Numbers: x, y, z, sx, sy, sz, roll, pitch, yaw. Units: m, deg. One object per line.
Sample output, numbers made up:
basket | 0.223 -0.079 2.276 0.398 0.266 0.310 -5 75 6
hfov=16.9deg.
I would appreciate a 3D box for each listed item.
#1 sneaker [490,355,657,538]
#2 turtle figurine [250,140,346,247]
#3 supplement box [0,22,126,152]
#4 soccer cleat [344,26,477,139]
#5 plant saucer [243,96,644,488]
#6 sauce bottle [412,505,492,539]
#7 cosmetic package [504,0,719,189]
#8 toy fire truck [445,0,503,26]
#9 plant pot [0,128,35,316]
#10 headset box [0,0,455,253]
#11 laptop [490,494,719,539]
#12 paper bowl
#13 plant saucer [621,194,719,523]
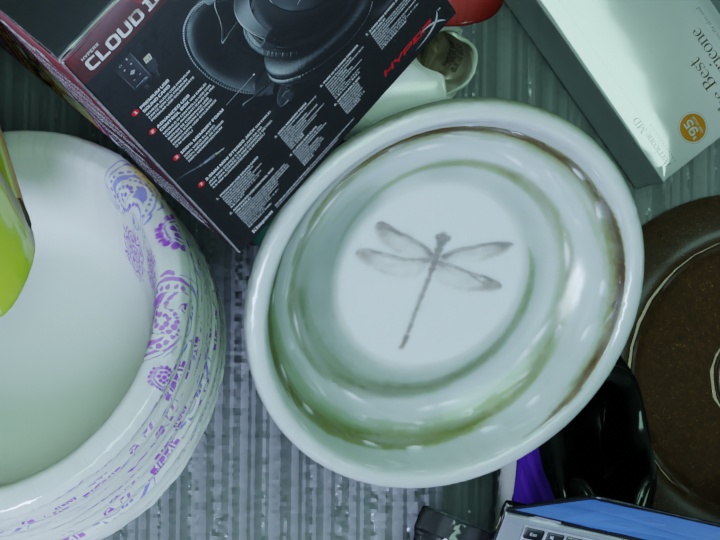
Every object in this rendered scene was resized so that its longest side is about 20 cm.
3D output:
sneaker | 0.113 0.128 1.234 0.069 0.099 0.201 -7 104 -16
turtle figurine | 0.000 0.000 1.234 0.150 0.101 0.200 -37 90 -10
supplement box | -0.139 -0.157 1.144 0.103 0.131 0.200 -45 59 -9
soccer cleat | 0.023 -0.111 1.195 0.077 0.200 0.070 2 114 12
plant saucer | 0.035 0.006 1.150 0.199 0.050 0.201 -8 117 -17
sauce bottle | 0.014 0.220 1.243 0.066 0.066 0.201 21 86 -10
cosmetic package | 0.126 -0.149 1.283 0.082 0.051 0.200 -37 95 -9
toy fire truck | 0.031 -0.208 1.183 0.199 0.168 0.113 18 123 21
plant pot | -0.260 -0.062 1.084 0.181 0.199 0.201 -22 60 -1
headset box | -0.062 -0.120 1.017 0.149 0.200 0.077 -49 57 -4
laptop | 0.154 0.180 1.149 0.186 0.116 0.201 14 114 -11
paper bowl | -0.160 0.042 1.168 0.200 0.104 0.202 -8 63 16
plant saucer | 0.212 0.058 1.304 0.199 0.034 0.201 0 89 -12
